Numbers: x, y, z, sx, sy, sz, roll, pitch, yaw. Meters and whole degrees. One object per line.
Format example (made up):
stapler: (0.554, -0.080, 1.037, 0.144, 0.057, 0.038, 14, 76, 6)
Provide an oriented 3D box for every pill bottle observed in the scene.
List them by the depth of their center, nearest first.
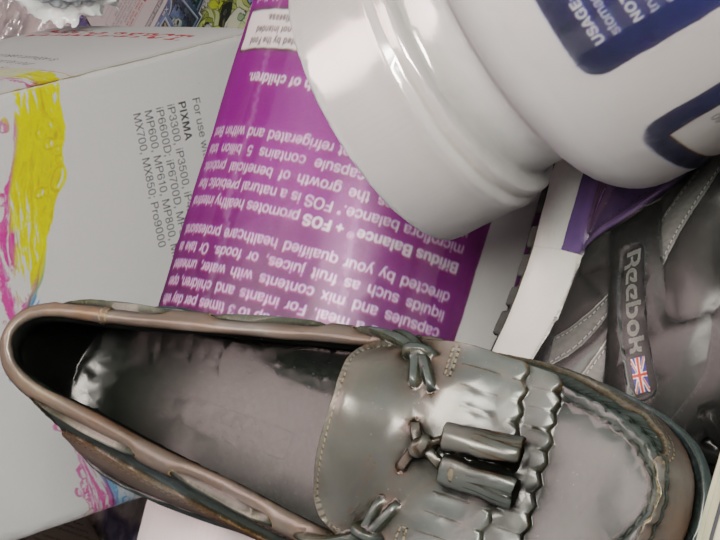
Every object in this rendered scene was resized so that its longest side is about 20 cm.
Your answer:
pill bottle: (0.085, -0.090, 0.695, 0.200, 0.111, 0.111, -30, 47, 22)
pill bottle: (0.000, 0.000, 0.832, 0.112, 0.112, 0.201, 6, 77, 57)

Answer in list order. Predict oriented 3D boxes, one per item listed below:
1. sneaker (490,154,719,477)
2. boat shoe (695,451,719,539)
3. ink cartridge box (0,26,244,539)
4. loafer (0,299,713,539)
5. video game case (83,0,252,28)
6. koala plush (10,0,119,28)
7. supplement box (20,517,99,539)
sneaker: (0.078, 0.041, 0.734, 0.087, 0.076, 0.201, 2, 74, 50)
boat shoe: (0.123, 0.021, 0.649, 0.062, 0.074, 0.201, 29, 119, 48)
ink cartridge box: (-0.138, 0.006, 0.919, 0.145, 0.199, 0.145, 9, 112, 57)
loafer: (-0.009, 0.045, 0.717, 0.199, 0.063, 0.072, 10, 78, 34)
video game case: (-0.020, -0.138, 1.007, 0.200, 0.036, 0.181, -60, 32, 15)
koala plush: (-0.087, -0.196, 0.951, 0.177, 0.183, 0.201, -35, 54, 55)
supplement box: (-0.130, 0.163, 0.969, 0.126, 0.073, 0.200, -59, 34, 16)
